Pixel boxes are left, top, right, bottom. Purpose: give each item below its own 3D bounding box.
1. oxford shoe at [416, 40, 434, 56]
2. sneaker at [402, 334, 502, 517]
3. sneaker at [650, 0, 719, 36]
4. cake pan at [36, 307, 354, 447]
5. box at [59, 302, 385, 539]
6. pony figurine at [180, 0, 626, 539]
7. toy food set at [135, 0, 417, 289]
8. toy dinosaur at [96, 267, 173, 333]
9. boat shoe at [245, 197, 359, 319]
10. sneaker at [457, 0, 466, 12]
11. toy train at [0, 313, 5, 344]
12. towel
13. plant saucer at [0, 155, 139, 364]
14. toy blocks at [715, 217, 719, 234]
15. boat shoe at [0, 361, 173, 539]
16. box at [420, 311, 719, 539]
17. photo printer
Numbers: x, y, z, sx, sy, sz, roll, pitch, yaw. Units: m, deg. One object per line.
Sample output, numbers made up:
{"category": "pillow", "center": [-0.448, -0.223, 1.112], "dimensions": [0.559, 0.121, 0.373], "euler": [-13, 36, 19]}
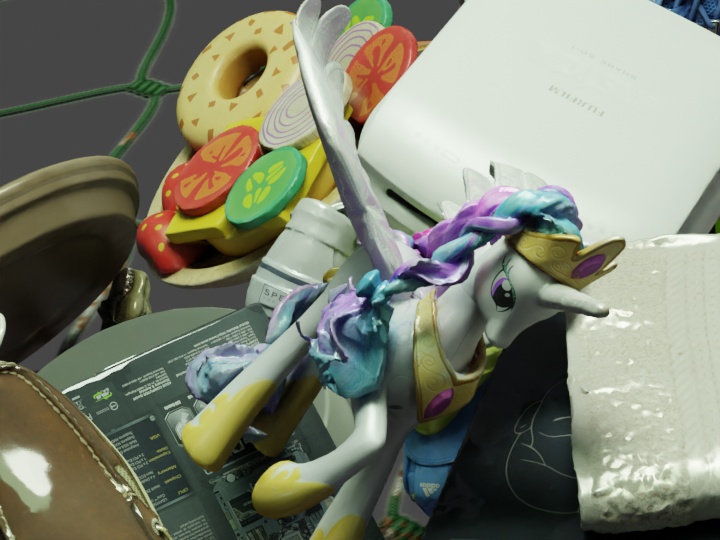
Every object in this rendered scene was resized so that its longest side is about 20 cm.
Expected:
{"category": "oxford shoe", "center": [0.062, -0.096, 1.591], "dimensions": [0.200, 0.071, 0.072], "euler": [-30, 40, -33]}
{"category": "sneaker", "center": [0.064, 0.073, 1.292], "dimensions": [0.075, 0.106, 0.200], "euler": [3, 1, 30]}
{"category": "sneaker", "center": [0.187, -0.161, 1.678], "dimensions": [0.199, 0.076, 0.077], "euler": [-6, 34, 25]}
{"category": "cake pan", "center": [-0.093, 0.091, 1.278], "dimensions": [0.199, 0.037, 0.201], "euler": [-11, 42, 10]}
{"category": "box", "center": [-0.095, 0.124, 1.157], "dimensions": [0.199, 0.158, 0.051], "euler": [-25, -10, -25]}
{"category": "pony figurine", "center": [0.015, 0.011, 1.094], "dimensions": [0.200, 0.166, 0.193], "euler": [-47, 35, 20]}
{"category": "toy food set", "center": [-0.047, -0.073, 1.516], "dimensions": [0.197, 0.049, 0.200], "euler": [-9, 44, 46]}
{"category": "toy dinosaur", "center": [-0.090, 0.064, 1.375], "dimensions": [0.088, 0.048, 0.200], "euler": [-14, 33, 4]}
{"category": "boat shoe", "center": [0.000, 0.000, 1.350], "dimensions": [0.073, 0.067, 0.200], "euler": [24, 4, 8]}
{"category": "sneaker", "center": [0.089, -0.079, 1.486], "dimensions": [0.075, 0.116, 0.200], "euler": [5, 31, -13]}
{"category": "toy train", "center": [-0.200, 0.119, 1.251], "dimensions": [0.150, 0.056, 0.201], "euler": [-22, 46, 20]}
{"category": "towel", "center": [0.150, 0.036, 1.106], "dimensions": [0.132, 0.035, 0.200], "euler": [-7, 29, 7]}
{"category": "plant saucer", "center": [-0.190, 0.016, 1.380], "dimensions": [0.200, 0.200, 0.030], "euler": [-28, 74, -31]}
{"category": "toy blocks", "center": [0.246, -0.067, 1.476], "dimensions": [0.199, 0.100, 0.137], "euler": [10, 22, 35]}
{"category": "boat shoe", "center": [-0.098, 0.118, 1.087], "dimensions": [0.075, 0.203, 0.075], "euler": [-31, -6, -25]}
{"category": "box", "center": [0.142, 0.117, 1.123], "dimensions": [0.199, 0.125, 0.197], "euler": [1, 29, 18]}
{"category": "photo printer", "center": [0.096, -0.061, 1.313], "dimensions": [0.166, 0.070, 0.200], "euler": [28, 43, 11]}
